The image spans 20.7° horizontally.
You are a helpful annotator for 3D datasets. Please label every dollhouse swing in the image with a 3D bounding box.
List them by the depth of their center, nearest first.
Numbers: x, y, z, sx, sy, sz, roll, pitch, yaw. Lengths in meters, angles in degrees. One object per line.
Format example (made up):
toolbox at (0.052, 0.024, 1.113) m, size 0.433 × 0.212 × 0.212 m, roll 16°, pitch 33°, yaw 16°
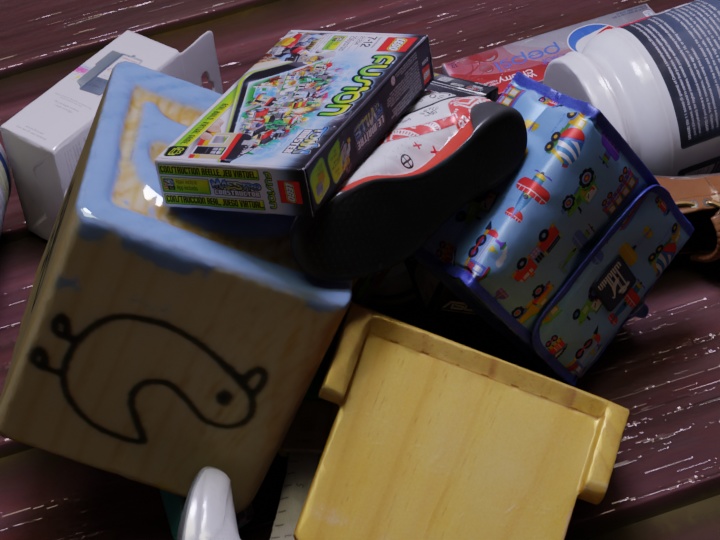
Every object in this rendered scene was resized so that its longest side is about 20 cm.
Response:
dollhouse swing at (0.056, 0.138, 1.346) m, size 0.198 × 0.178 × 0.182 m, roll 20°, pitch -1°, yaw -1°

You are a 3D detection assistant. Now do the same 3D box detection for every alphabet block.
alphabet block at (-0.123, 0.011, 1.358) m, size 0.194 × 0.201 × 0.197 m, roll 20°, pitch 35°, yaw -9°

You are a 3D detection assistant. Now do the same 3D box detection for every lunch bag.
lunch bag at (0.146, -0.017, 1.408) m, size 0.151 × 0.200 × 0.094 m, roll -54°, pitch 41°, yaw -4°

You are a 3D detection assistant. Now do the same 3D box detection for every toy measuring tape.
toy measuring tape at (-0.034, 0.138, 1.405) m, size 0.073 × 0.074 × 0.202 m, roll 2°, pitch 53°, yaw 12°

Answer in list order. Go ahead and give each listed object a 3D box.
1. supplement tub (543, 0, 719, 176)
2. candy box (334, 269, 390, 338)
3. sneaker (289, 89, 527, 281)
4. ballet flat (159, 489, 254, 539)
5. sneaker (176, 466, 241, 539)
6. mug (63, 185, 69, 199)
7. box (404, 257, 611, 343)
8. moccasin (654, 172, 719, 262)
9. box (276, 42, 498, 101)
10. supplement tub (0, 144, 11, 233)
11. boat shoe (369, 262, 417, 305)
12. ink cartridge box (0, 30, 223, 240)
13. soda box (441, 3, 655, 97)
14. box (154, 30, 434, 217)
supplement tub at (0.264, -0.144, 1.613) m, size 0.198 × 0.141 × 0.141 m, roll -19°, pitch 41°, yaw -13°
candy box at (0.000, 0.000, 1.453) m, size 0.026 × 0.200 × 0.102 m, roll 40°, pitch 50°, yaw 6°
sneaker at (0.008, -0.061, 1.313) m, size 0.201 × 0.068 × 0.107 m, roll -33°, pitch 33°, yaw -30°
ballet flat at (-0.129, 0.120, 1.441) m, size 0.070 × 0.070 × 0.201 m, roll -4°, pitch 41°, yaw -26°
sneaker at (-0.085, 0.227, 1.283) m, size 0.079 × 0.071 × 0.202 m, roll 1°, pitch 65°, yaw -9°
mug at (-0.135, -0.018, 1.551) m, size 0.173 × 0.148 × 0.202 m, roll -12°, pitch 70°, yaw 7°
box at (0.104, -0.028, 1.533) m, size 0.160 × 0.049 × 0.201 m, roll 11°, pitch 35°, yaw -23°
moccasin at (0.272, -0.036, 1.529) m, size 0.199 × 0.074 × 0.078 m, roll 5°, pitch 50°, yaw -13°
box at (0.021, -0.132, 1.492) m, size 0.157 × 0.049 × 0.200 m, roll 15°, pitch 8°, yaw 5°
supplement tub at (-0.362, -0.026, 1.579) m, size 0.143 × 0.146 × 0.201 m, roll -5°, pitch 40°, yaw 4°
boat shoe at (-0.006, -0.050, 1.605) m, size 0.074 × 0.069 × 0.200 m, roll -21°, pitch 42°, yaw -14°
ink cartridge box at (-0.205, -0.121, 1.683) m, size 0.067 × 0.118 × 0.200 m, roll 24°, pitch 50°, yaw 31°
soda box at (0.175, -0.164, 1.712) m, size 0.198 × 0.064 × 0.070 m, roll -18°, pitch 40°, yaw -10°
box at (-0.039, -0.100, 1.292) m, size 0.109 × 0.035 × 0.200 m, roll 4°, pitch 32°, yaw 25°
